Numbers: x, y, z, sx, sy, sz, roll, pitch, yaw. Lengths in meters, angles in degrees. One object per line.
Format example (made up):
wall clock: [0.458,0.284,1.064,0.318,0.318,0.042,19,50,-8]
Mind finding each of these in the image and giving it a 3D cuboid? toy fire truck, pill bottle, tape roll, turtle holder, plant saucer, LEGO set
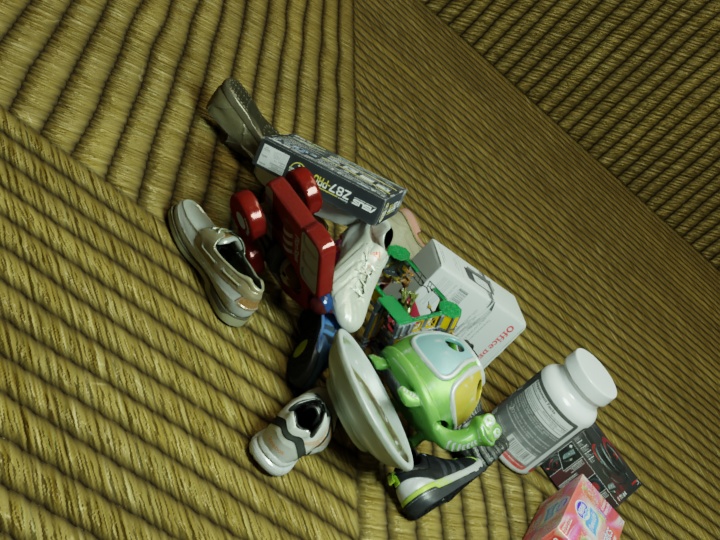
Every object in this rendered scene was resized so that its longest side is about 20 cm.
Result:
toy fire truck: [-0.090,-0.027,1.492,0.111,0.201,0.168,-24,60,-22]
pill bottle: [0.298,0.220,1.750,0.116,0.200,0.116,37,25,-21]
tape roll: [-0.065,-0.123,1.699,0.201,0.037,0.203,24,14,-6]
turtle holder: [0.107,0.160,1.524,0.185,0.131,0.142,32,-35,62]
plant saucer: [0.002,0.174,1.424,0.201,0.050,0.200,61,5,-10]
LEGO set: [0.044,0.065,1.661,0.153,0.116,0.200,-20,53,-43]

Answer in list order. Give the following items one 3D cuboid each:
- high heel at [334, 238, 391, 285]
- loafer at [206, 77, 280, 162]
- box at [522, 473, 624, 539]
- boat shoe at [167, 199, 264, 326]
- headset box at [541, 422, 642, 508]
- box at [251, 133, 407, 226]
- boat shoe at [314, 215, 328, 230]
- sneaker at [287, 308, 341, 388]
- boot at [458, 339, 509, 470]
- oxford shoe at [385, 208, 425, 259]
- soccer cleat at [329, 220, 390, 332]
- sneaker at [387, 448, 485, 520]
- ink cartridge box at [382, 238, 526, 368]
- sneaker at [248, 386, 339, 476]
high heel: [0.012,-0.004,1.768,0.096,0.068,0.200,33,6,19]
loafer: [-0.177,-0.214,1.794,0.201,0.067,0.076,58,24,-14]
box: [0.307,0.395,1.627,0.103,0.095,0.200,49,24,6]
boat shoe: [-0.186,-0.024,1.478,0.074,0.068,0.201,2,48,-54]
headset box: [0.369,0.315,1.876,0.201,0.075,0.148,55,25,16]
box: [-0.041,-0.136,1.607,0.199,0.049,0.161,27,15,7]
boat shoe: [-0.098,-0.065,1.682,0.076,0.074,0.200,51,24,10]
sneaker: [-0.047,0.105,1.518,0.078,0.066,0.201,43,24,-16]
boot: [0.168,0.208,1.696,0.158,0.080,0.211,42,34,4]
oxford shoe: [0.081,-0.019,1.944,0.073,0.071,0.201,-6,54,-30]
soccer cleat: [0.000,0.000,1.559,0.069,0.077,0.201,50,32,-34]
sneaker: [0.101,0.270,1.507,0.083,0.072,0.200,52,24,16]
ink cartridge box: [0.146,0.066,1.799,0.199,0.145,0.084,33,23,-28]
sneaker: [-0.060,0.185,1.361,0.074,0.080,0.200,46,22,3]
